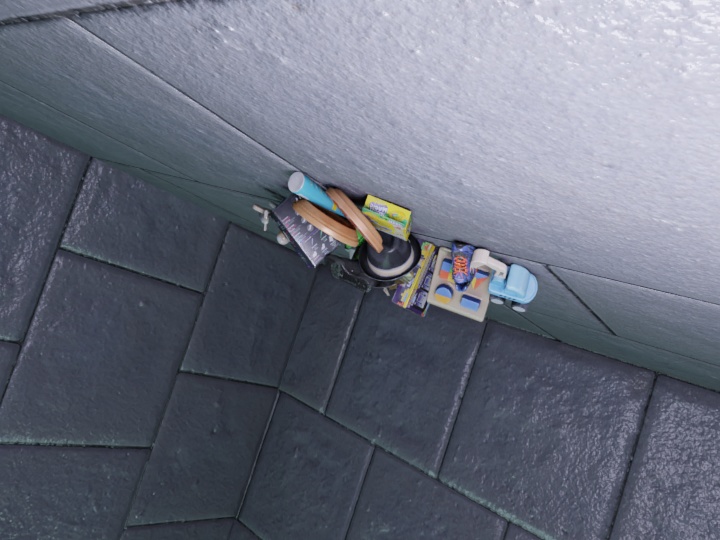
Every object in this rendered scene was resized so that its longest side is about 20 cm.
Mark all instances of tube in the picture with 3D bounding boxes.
[{"bbox_3d":[-0.108,-0.190,1.423,0.199,0.050,0.078,25,-151,-58],"label":"tube"}]

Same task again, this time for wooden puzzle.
[{"bbox_3d":[0.295,0.048,1.639,0.180,0.205,0.046,19,-148,14],"label":"wooden puzzle"}]

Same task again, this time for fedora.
[{"bbox_3d":[0.071,-0.069,1.511,0.196,0.202,0.093,16,145,35],"label":"fedora"}]

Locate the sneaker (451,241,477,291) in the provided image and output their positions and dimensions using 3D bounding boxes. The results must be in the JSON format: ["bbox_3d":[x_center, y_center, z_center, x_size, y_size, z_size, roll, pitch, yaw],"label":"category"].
[{"bbox_3d":[0.277,-0.008,1.497,0.073,0.080,0.201,11,154,24],"label":"sneaker"}]

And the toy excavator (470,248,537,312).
[{"bbox_3d":[0.380,0.013,1.474,0.189,0.103,0.201,17,162,10],"label":"toy excavator"}]

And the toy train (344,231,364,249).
[{"bbox_3d":[-0.014,-0.097,1.653,0.042,0.056,0.200,51,166,2],"label":"toy train"}]

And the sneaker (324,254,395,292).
[{"bbox_3d":[0.000,-0.003,1.579,0.197,0.061,0.104,31,-136,20],"label":"sneaker"}]

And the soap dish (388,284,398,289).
[{"bbox_3d":[0.121,-0.021,1.799,0.078,0.163,0.200,1,177,-3],"label":"soap dish"}]

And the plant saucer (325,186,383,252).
[{"bbox_3d":[-0.010,-0.128,1.372,0.201,0.032,0.200,50,-179,-1],"label":"plant saucer"}]

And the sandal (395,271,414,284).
[{"bbox_3d":[0.081,-0.003,1.645,0.080,0.055,0.197,46,151,-26],"label":"sandal"}]

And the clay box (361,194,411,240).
[{"bbox_3d":[0.068,-0.128,1.363,0.112,0.049,0.200,22,175,7],"label":"clay box"}]

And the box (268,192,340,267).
[{"bbox_3d":[-0.164,-0.120,1.625,0.202,0.105,0.122,53,168,-11],"label":"box"}]

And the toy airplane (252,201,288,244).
[{"bbox_3d":[-0.248,-0.158,1.849,0.194,0.145,0.199,19,176,10],"label":"toy airplane"}]

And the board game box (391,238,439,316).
[{"bbox_3d":[0.184,0.026,1.694,0.056,0.205,0.164,23,177,31],"label":"board game box"}]

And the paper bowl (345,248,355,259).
[{"bbox_3d":[0.038,-0.055,2.057,0.195,0.107,0.201,21,175,2],"label":"paper bowl"}]

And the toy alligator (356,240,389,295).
[{"bbox_3d":[0.032,0.003,1.748,0.053,0.204,0.060,-22,-159,6],"label":"toy alligator"}]

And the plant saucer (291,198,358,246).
[{"bbox_3d":[-0.084,-0.130,1.431,0.197,0.038,0.200,33,-171,-6],"label":"plant saucer"}]

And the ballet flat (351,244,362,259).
[{"bbox_3d":[0.009,-0.061,1.814,0.073,0.203,0.069,13,131,0],"label":"ballet flat"}]
